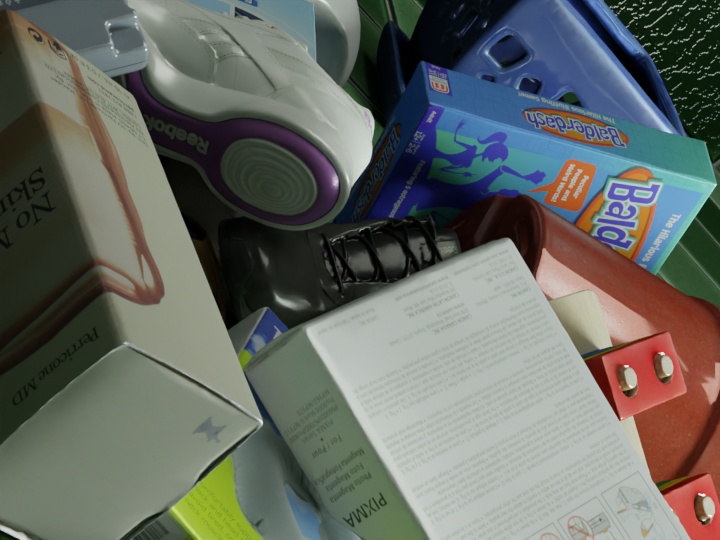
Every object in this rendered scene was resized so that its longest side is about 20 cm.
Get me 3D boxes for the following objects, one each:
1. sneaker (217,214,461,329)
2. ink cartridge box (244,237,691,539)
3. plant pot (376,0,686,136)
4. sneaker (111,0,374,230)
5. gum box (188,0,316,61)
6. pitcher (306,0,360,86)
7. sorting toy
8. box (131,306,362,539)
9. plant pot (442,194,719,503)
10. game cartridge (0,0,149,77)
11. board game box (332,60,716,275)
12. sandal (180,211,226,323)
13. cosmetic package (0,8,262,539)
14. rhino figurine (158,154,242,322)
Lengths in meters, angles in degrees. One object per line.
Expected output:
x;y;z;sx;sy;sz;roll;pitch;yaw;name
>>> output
0.000;0.000;1.197;0.200;0.090;0.077;11;60;-61;sneaker
0.059;0.096;1.069;0.162;0.057;0.201;-22;82;-49;ink cartridge box
0.126;-0.147;1.925;0.200;0.179;0.200;47;16;-22;plant pot
-0.083;-0.093;1.156;0.199;0.075;0.100;32;35;4;sneaker
-0.108;-0.121;1.277;0.169;0.045;0.200;19;24;-10;gum box
-0.062;-0.150;1.521;0.172;0.121;0.200;61;-3;-30;pitcher
0.109;0.118;1.217;0.198;0.069;0.202;-15;88;-51;sorting toy
-0.036;0.102;1.047;0.122;0.048;0.200;49;26;-11;box
0.124;0.065;1.433;0.195;0.201;0.201;36;20;-25;plant pot
-0.193;-0.157;1.094;0.042;0.132;0.201;99;-31;-58;game cartridge
0.098;-0.037;1.482;0.198;0.153;0.045;13;40;-20;board game box
-0.105;-0.014;1.157;0.201;0.054;0.082;53;15;4;sandal
-0.126;0.005;0.959;0.087;0.103;0.201;34;21;-45;cosmetic package
-0.049;0.001;1.282;0.200;0.060;0.088;50;20;-18;rhino figurine
